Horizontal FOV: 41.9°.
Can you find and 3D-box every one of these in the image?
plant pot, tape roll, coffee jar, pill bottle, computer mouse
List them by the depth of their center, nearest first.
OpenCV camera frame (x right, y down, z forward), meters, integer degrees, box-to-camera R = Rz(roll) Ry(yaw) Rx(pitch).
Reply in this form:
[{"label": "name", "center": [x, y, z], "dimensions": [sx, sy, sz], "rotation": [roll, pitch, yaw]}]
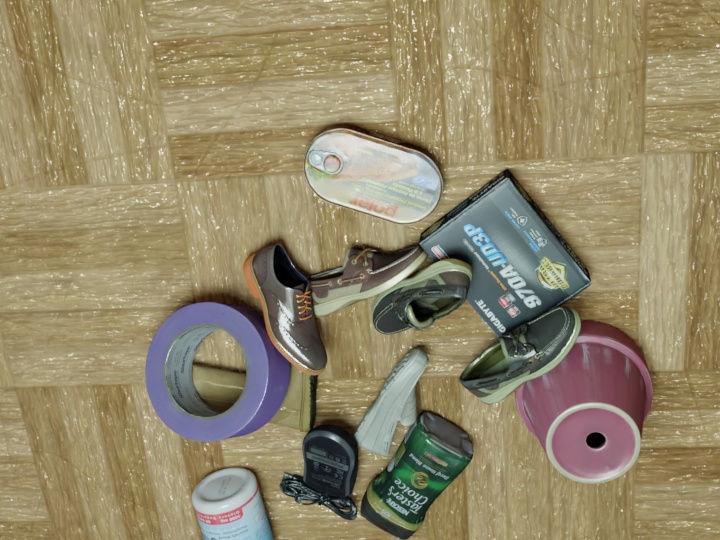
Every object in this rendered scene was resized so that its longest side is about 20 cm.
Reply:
[{"label": "plant pot", "center": [0.321, 0.198, 1.337], "dimensions": [0.198, 0.179, 0.201], "rotation": [3, 113, 7]}, {"label": "tape roll", "center": [-0.210, 0.148, 1.386], "dimensions": [0.198, 0.085, 0.202], "rotation": [-2, 85, 17]}, {"label": "coffee jar", "center": [0.084, 0.326, 1.471], "dimensions": [0.104, 0.085, 0.201], "rotation": [29, 114, -6]}, {"label": "computer mouse", "center": [-0.052, 0.303, 1.481], "dimensions": [0.138, 0.053, 0.201], "rotation": [20, 133, 9]}, {"label": "pill bottle", "center": [-0.200, 0.434, 1.538], "dimensions": [0.108, 0.109, 0.201], "rotation": [-9, 111, 11]}]

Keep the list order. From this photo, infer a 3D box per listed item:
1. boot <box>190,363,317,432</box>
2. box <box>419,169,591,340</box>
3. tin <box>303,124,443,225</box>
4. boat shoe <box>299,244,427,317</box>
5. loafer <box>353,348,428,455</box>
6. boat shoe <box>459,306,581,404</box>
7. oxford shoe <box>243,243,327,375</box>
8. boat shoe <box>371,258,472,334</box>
[{"label": "boot", "center": [-0.167, 0.170, 1.448], "dimensions": [0.198, 0.066, 0.176], "rotation": [8, 112, 6]}, {"label": "box", "center": [0.205, -0.018, 1.331], "dimensions": [0.159, 0.046, 0.200], "rotation": [-36, 105, 19]}, {"label": "tin", "center": [0.019, -0.134, 1.312], "dimensions": [0.199, 0.042, 0.113], "rotation": [18, 110, -1]}, {"label": "boat shoe", "center": [0.000, 0.000, 1.352], "dimensions": [0.199, 0.072, 0.072], "rotation": [-24, 102, 27]}, {"label": "loafer", "center": [0.059, 0.203, 1.432], "dimensions": [0.069, 0.070, 0.201], "rotation": [29, 122, 1]}, {"label": "boat shoe", "center": [0.222, 0.117, 1.326], "dimensions": [0.066, 0.072, 0.201], "rotation": [25, 126, -33]}, {"label": "oxford shoe", "center": [-0.098, 0.056, 1.354], "dimensions": [0.072, 0.071, 0.201], "rotation": [-31, 89, 42]}, {"label": "boat shoe", "center": [0.079, 0.050, 1.332], "dimensions": [0.073, 0.065, 0.200], "rotation": [26, 140, -22]}]
